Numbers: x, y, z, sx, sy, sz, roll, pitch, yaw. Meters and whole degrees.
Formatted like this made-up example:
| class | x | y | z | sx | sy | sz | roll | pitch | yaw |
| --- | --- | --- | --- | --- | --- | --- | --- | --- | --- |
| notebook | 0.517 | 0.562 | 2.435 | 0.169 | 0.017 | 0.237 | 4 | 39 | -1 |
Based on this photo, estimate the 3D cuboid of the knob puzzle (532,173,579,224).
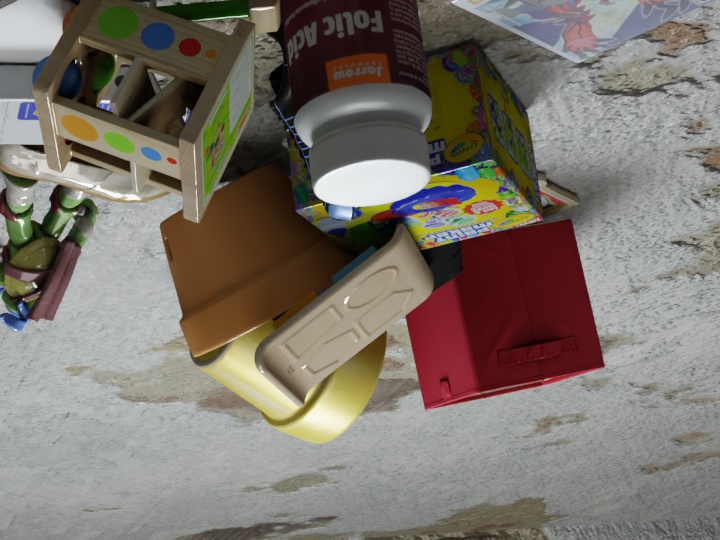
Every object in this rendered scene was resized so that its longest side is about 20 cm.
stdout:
| class | x | y | z | sx | sy | sz | roll | pitch | yaw |
| --- | --- | --- | --- | --- | --- | --- | --- | --- | --- |
| knob puzzle | 0.129 | -0.066 | 1.953 | 0.218 | 0.031 | 0.220 | -6 | 161 | -2 |

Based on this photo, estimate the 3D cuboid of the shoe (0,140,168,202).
| class | x | y | z | sx | sy | sz | roll | pitch | yaw |
| --- | --- | --- | --- | --- | --- | --- | --- | --- | --- |
| shoe | -0.252 | -0.108 | 1.630 | 0.199 | 0.071 | 0.053 | 5 | 160 | -32 |

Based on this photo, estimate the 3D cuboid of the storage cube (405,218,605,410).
| class | x | y | z | sx | sy | sz | roll | pitch | yaw |
| --- | --- | --- | --- | --- | --- | --- | --- | --- | --- |
| storage cube | 0.159 | 0.054 | 2.008 | 0.170 | 0.181 | 0.200 | -10 | 173 | -20 |

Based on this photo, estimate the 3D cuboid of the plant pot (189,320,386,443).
| class | x | y | z | sx | sy | sz | roll | pitch | yaw |
| --- | --- | --- | --- | --- | --- | --- | --- | --- | --- |
| plant pot | -0.098 | 0.088 | 2.090 | 0.188 | 0.202 | 0.200 | 25 | 146 | -29 |

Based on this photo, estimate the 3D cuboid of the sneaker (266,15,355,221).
| class | x | y | z | sx | sy | sz | roll | pitch | yaw |
| --- | --- | --- | --- | --- | --- | --- | --- | --- | --- |
| sneaker | -0.041 | -0.138 | 1.519 | 0.077 | 0.070 | 0.202 | 1 | 118 | 8 |

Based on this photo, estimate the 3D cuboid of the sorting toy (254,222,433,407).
| class | x | y | z | sx | sy | sz | roll | pitch | yaw |
| --- | --- | --- | --- | --- | --- | --- | --- | --- | --- |
| sorting toy | -0.016 | 0.044 | 1.720 | 0.200 | 0.037 | 0.185 | -42 | 160 | -2 |

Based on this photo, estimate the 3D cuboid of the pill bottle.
| class | x | y | z | sx | sy | sz | roll | pitch | yaw |
| --- | --- | --- | --- | --- | --- | --- | --- | --- | --- |
| pill bottle | -0.003 | -0.162 | 1.375 | 0.113 | 0.202 | 0.114 | -7 | 161 | -2 |

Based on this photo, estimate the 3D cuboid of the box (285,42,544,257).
| class | x | y | z | sx | sy | sz | roll | pitch | yaw |
| --- | --- | --- | --- | --- | --- | --- | --- | --- | --- |
| box | 0.055 | -0.109 | 1.667 | 0.198 | 0.123 | 0.193 | -14 | 161 | 18 |

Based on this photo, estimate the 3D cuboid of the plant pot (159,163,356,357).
| class | x | y | z | sx | sy | sz | roll | pitch | yaw |
| --- | --- | --- | --- | --- | --- | --- | --- | --- | --- |
| plant pot | -0.117 | -0.018 | 1.759 | 0.199 | 0.141 | 0.200 | -28 | -177 | 2 |

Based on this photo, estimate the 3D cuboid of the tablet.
| class | x | y | z | sx | sy | sz | roll | pitch | yaw |
| --- | --- | --- | --- | --- | --- | --- | --- | --- | --- |
| tablet | -0.264 | -0.189 | 1.488 | 0.129 | 0.014 | 0.200 | -17 | 158 | 27 |

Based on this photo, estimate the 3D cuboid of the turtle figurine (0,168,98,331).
| class | x | y | z | sx | sy | sz | roll | pitch | yaw |
| --- | --- | --- | --- | --- | --- | --- | --- | --- | --- |
| turtle figurine | -0.340 | -0.061 | 1.727 | 0.143 | 0.201 | 0.194 | 20 | 135 | -9 |

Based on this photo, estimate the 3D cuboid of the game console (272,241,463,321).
| class | x | y | z | sx | sy | sz | roll | pitch | yaw |
| --- | --- | --- | --- | --- | --- | --- | --- | --- | --- |
| game console | 0.000 | 0.000 | 1.851 | 0.199 | 0.117 | 0.176 | -33 | 156 | -11 |

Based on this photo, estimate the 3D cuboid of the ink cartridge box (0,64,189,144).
| class | x | y | z | sx | sy | sz | roll | pitch | yaw |
| --- | --- | --- | --- | --- | --- | --- | --- | --- | --- |
| ink cartridge box | -0.253 | -0.147 | 1.534 | 0.198 | 0.040 | 0.099 | 1 | 160 | -18 |

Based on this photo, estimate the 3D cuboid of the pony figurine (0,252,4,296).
| class | x | y | z | sx | sy | sz | roll | pitch | yaw |
| --- | --- | --- | --- | --- | --- | --- | --- | --- | --- |
| pony figurine | -0.479 | 0.028 | 1.854 | 0.198 | 0.168 | 0.193 | -14 | -168 | 3 |

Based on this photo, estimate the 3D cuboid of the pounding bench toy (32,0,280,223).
| class | x | y | z | sx | sy | sz | roll | pitch | yaw |
| --- | --- | --- | --- | --- | --- | --- | --- | --- | --- |
| pounding bench toy | -0.168 | -0.174 | 1.411 | 0.155 | 0.201 | 0.125 | 20 | 152 | 7 |

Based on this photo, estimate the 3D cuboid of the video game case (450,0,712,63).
| class | x | y | z | sx | sy | sz | roll | pitch | yaw |
| --- | --- | --- | --- | --- | --- | --- | --- | --- | --- |
| video game case | 0.205 | -0.247 | 1.481 | 0.181 | 0.023 | 0.199 | -22 | 156 | 37 |
